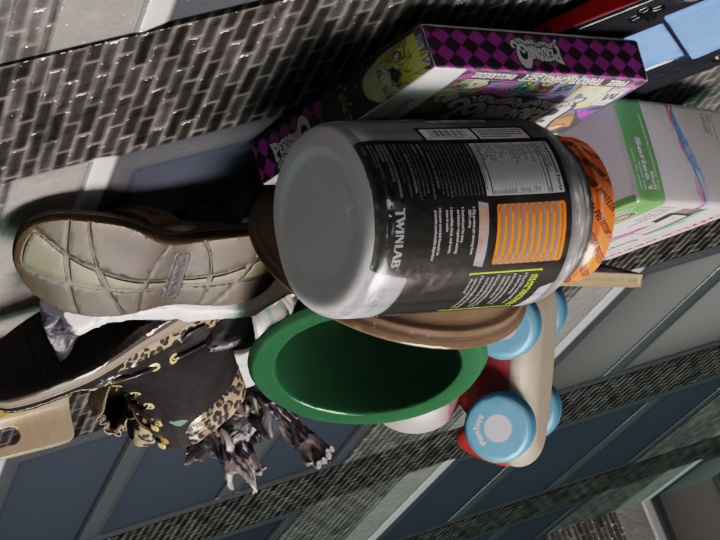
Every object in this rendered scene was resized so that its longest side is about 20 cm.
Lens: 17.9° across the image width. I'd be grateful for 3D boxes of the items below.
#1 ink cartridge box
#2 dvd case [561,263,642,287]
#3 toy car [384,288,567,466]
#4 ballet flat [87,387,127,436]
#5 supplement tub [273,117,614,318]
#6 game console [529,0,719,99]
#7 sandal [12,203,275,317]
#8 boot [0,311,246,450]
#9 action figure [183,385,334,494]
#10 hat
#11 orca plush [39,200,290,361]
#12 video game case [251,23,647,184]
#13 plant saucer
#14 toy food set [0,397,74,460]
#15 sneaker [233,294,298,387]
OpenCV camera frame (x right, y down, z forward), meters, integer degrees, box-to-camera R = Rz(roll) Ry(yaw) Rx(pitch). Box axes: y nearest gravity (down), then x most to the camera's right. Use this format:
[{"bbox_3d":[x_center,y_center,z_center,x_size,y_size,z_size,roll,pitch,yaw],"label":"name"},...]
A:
[{"bbox_3d":[0.181,-0.064,1.722,0.144,0.084,0.200,-21,169,30],"label":"ink cartridge box"},{"bbox_3d":[0.110,-0.009,1.816,0.148,0.016,0.200,14,-172,37],"label":"dvd case"},{"bbox_3d":[0.074,0.082,2.065,0.199,0.178,0.184,4,-175,13],"label":"toy car"},{"bbox_3d":[-0.175,0.088,1.833,0.067,0.046,0.200,27,150,-14],"label":"ballet flat"},{"bbox_3d":[0.056,-0.035,1.447,0.199,0.123,0.122,-3,157,-35],"label":"supplement tub"},{"bbox_3d":[0.216,-0.166,1.562,0.176,0.031,0.200,-25,164,12],"label":"game console"},{"bbox_3d":[-0.144,-0.017,1.530,0.199,0.055,0.082,-3,131,-32],"label":"sandal"},{"bbox_3d":[-0.174,0.079,1.688,0.200,0.073,0.151,-29,143,-15],"label":"boot"},{"bbox_3d":[-0.089,0.151,2.103,0.119,0.102,0.200,-26,168,-31],"label":"action figure"},{"bbox_3d":[0.000,0.000,1.646,0.165,0.177,0.200,15,145,-23],"label":"hat"},{"bbox_3d":[-0.128,0.008,1.616,0.199,0.105,0.071,-29,-161,-3],"label":"orca plush"},{"bbox_3d":[0.059,-0.105,1.507,0.199,0.036,0.181,-1,159,-42],"label":"video game case"},{"bbox_3d":[0.023,-0.016,1.548,0.200,0.200,0.030,-8,131,-40],"label":"plant saucer"},{"bbox_3d":[-0.262,0.106,1.785,0.143,0.061,0.200,-13,163,-30],"label":"toy food set"},{"bbox_3d":[-0.049,0.042,1.841,0.200,0.071,0.080,-23,162,8],"label":"sneaker"}]
